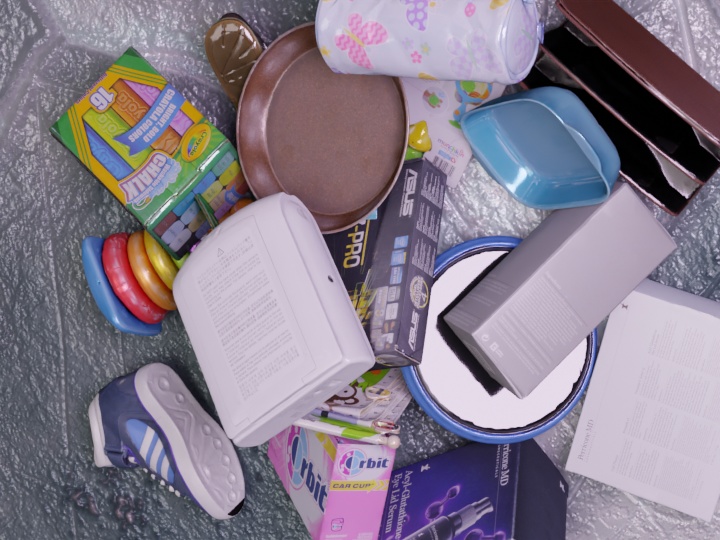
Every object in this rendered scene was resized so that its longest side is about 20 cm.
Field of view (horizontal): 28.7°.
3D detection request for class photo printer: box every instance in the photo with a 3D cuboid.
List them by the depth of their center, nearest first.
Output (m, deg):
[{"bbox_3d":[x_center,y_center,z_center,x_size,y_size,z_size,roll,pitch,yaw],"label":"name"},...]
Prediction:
[{"bbox_3d":[-0.089,0.040,1.327,0.166,0.069,0.202,-37,65,25],"label":"photo printer"}]

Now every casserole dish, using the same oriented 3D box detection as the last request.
[{"bbox_3d":[0.166,-0.114,1.277,0.121,0.039,0.199,51,162,-14],"label":"casserole dish"}]

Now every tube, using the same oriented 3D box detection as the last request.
[{"bbox_3d":[-0.013,-0.150,1.385,0.077,0.050,0.203,-3,85,46],"label":"tube"}]

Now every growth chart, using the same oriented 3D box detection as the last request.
[{"bbox_3d":[-0.008,0.116,1.412,0.143,0.200,0.018,8,116,13],"label":"growth chart"}]

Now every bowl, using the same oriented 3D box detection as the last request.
[{"bbox_3d":[0.134,0.067,1.365,0.197,0.039,0.204,0,88,-2],"label":"bowl"}]

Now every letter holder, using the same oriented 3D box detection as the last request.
[{"bbox_3d":[0.237,-0.148,1.255,0.200,0.142,0.101,42,116,8],"label":"letter holder"}]

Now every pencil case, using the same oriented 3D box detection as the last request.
[{"bbox_3d":[0.058,-0.214,1.235,0.197,0.083,0.092,7,109,28],"label":"pencil case"}]

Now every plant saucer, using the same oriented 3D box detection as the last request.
[{"bbox_3d":[-0.032,-0.137,1.355,0.198,0.034,0.204,1,92,32],"label":"plant saucer"}]

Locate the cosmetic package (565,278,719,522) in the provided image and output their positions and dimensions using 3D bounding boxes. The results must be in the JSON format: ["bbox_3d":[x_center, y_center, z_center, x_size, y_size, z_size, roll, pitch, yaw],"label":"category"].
[{"bbox_3d":[0.295,0.121,1.351,0.149,0.052,0.203,18,111,13],"label":"cosmetic package"}]

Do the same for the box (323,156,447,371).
[{"bbox_3d":[0.000,0.000,1.378,0.160,0.049,0.203,-8,63,38],"label":"box"}]

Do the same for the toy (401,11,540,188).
[{"bbox_3d":[0.088,-0.194,1.364,0.114,0.047,0.202,31,119,9],"label":"toy"}]

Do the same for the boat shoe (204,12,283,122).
[{"bbox_3d":[-0.096,-0.172,1.443,0.072,0.065,0.202,-12,117,15],"label":"boat shoe"}]

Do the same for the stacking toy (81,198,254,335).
[{"bbox_3d":[-0.189,-0.023,1.514,0.198,0.110,0.117,-30,76,16],"label":"stacking toy"}]

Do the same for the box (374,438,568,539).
[{"bbox_3d":[0.101,0.268,1.412,0.198,0.149,0.105,-24,122,26],"label":"box"}]

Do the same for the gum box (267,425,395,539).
[{"bbox_3d":[-0.035,0.183,1.451,0.065,0.200,0.115,3,111,-22],"label":"gum box"}]

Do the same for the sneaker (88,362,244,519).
[{"bbox_3d":[-0.232,0.212,1.605,0.146,0.080,0.201,-30,94,36],"label":"sneaker"}]

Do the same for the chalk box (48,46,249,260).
[{"bbox_3d":[-0.194,-0.104,1.433,0.200,0.125,0.124,43,85,16],"label":"chalk box"}]

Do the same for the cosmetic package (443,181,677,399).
[{"bbox_3d":[0.181,0.012,1.291,0.199,0.107,0.090,-41,102,-3],"label":"cosmetic package"}]
